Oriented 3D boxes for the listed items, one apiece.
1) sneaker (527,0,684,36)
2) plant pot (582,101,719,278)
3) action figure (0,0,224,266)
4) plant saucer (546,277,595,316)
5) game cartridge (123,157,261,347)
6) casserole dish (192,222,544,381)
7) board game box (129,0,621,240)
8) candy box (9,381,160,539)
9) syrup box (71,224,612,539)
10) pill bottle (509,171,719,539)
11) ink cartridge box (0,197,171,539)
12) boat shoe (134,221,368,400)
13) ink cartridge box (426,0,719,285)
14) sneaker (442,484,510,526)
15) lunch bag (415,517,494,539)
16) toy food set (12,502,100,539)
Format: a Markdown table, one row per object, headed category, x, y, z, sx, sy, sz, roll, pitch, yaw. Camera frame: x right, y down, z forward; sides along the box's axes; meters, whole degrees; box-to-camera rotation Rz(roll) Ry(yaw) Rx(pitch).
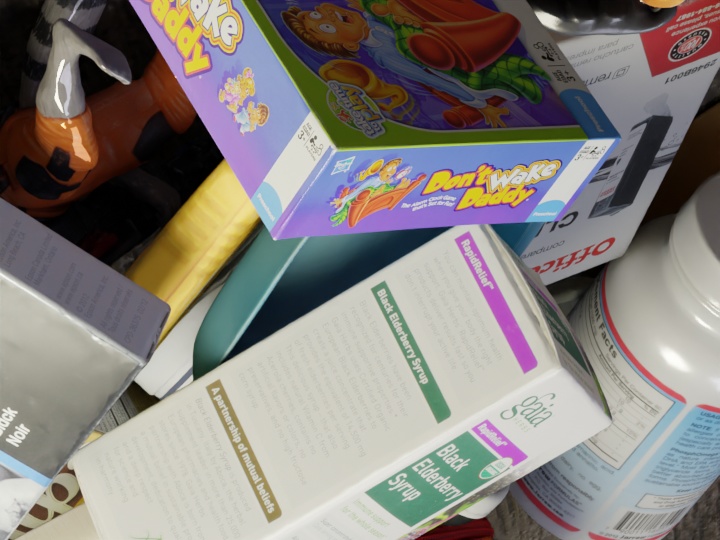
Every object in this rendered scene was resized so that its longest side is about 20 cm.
| category | x | y | z | sx | sy | sz | roll | pitch | yaw |
| --- | --- | --- | --- | --- | --- | --- | --- | --- | --- |
| sneaker | 0.119 | -0.159 | 1.155 | 0.200 | 0.112 | 0.078 | -32 | 154 | 0 |
| plant pot | 0.247 | 0.021 | 1.514 | 0.200 | 0.183 | 0.200 | -25 | 152 | -14 |
| action figure | -0.115 | -0.051 | 1.158 | 0.193 | 0.105 | 0.200 | -43 | -179 | 33 |
| plant saucer | 0.040 | 0.058 | 1.493 | 0.200 | 0.050 | 0.200 | -32 | 160 | -13 |
| game cartridge | -0.080 | 0.009 | 1.184 | 0.200 | 0.032 | 0.176 | -48 | -177 | 23 |
| casserole dish | 0.000 | 0.000 | 1.196 | 0.121 | 0.039 | 0.200 | -4 | 144 | -35 |
| board game box | -0.016 | -0.102 | 1.015 | 0.134 | 0.200 | 0.045 | -5 | 142 | -42 |
| candy box | -0.151 | 0.097 | 1.369 | 0.115 | 0.055 | 0.200 | -37 | 154 | 15 |
| syrup box | -0.007 | 0.068 | 1.180 | 0.200 | 0.081 | 0.079 | -30 | 154 | 9 |
| pill bottle | 0.152 | 0.043 | 1.411 | 0.109 | 0.109 | 0.200 | -11 | 149 | -35 |
| ink cartridge box | -0.204 | 0.033 | 1.081 | 0.198 | 0.200 | 0.043 | -51 | -171 | 33 |
| boat shoe | -0.033 | 0.007 | 1.292 | 0.062 | 0.072 | 0.200 | 33 | 142 | -13 |
| ink cartridge box | 0.070 | -0.072 | 1.277 | 0.144 | 0.084 | 0.200 | -20 | 152 | -30 |
| sneaker | -0.004 | 0.086 | 1.342 | 0.073 | 0.200 | 0.112 | 34 | 104 | -29 |
| lunch bag | -0.038 | 0.183 | 1.339 | 0.200 | 0.082 | 0.176 | -30 | 165 | 32 |
| toy food set | -0.148 | 0.160 | 1.373 | 0.143 | 0.060 | 0.200 | -28 | 164 | 4 |
